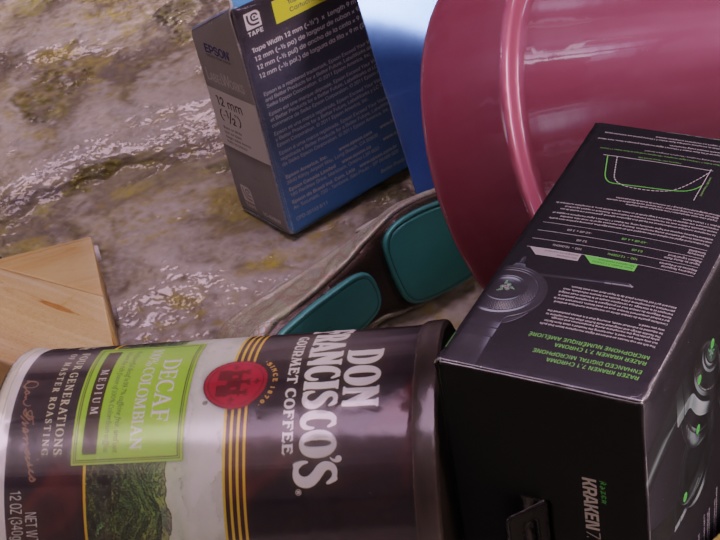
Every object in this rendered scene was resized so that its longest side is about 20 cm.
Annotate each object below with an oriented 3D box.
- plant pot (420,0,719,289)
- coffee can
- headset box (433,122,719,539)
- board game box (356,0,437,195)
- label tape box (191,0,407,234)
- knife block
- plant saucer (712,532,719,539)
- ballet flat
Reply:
[{"bbox_3d":[0.156,-0.083,0.877,0.179,0.200,0.200,-10,32,31],"label":"plant pot"},{"bbox_3d":[-0.052,0.102,0.758,0.200,0.147,0.146,-4,36,10],"label":"coffee can"},{"bbox_3d":[0.119,0.061,0.746,0.093,0.174,0.200,11,42,26],"label":"headset box"},{"bbox_3d":[0.071,-0.128,1.030,0.158,0.200,0.039,-21,8,-29],"label":"board game box"},{"bbox_3d":[-0.027,-0.145,1.043,0.143,0.200,0.066,-31,34,-25],"label":"label tape box"},{"bbox_3d":[-0.226,0.051,0.945,0.175,0.064,0.200,-16,36,-6],"label":"knife block"},{"bbox_3d":[0.275,0.132,0.715,0.200,0.049,0.200,22,47,36],"label":"plant saucer"},{"bbox_3d":[0.000,0.000,0.957,0.200,0.068,0.062,-32,31,-27],"label":"ballet flat"}]
